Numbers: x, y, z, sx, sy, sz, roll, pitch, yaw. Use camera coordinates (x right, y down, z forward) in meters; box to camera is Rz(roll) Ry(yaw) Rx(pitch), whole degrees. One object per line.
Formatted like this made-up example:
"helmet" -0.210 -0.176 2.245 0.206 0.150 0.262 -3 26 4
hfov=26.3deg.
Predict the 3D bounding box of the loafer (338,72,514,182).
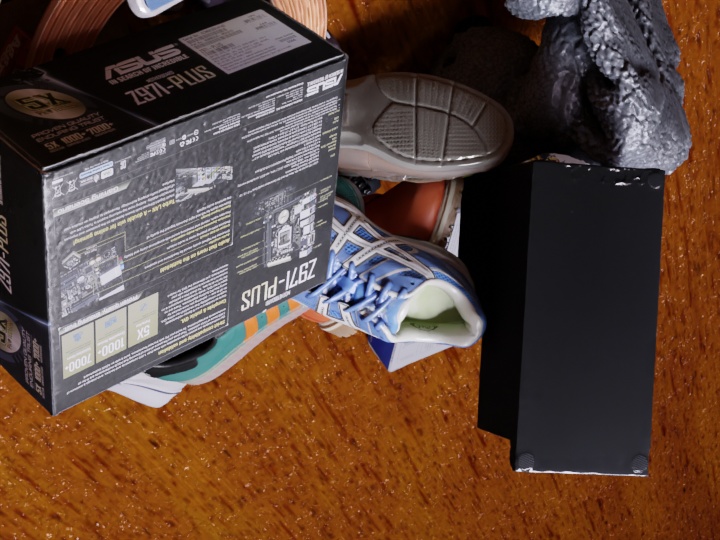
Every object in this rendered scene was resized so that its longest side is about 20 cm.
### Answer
"loafer" 0.007 -0.096 1.070 0.200 0.072 0.063 5 159 6

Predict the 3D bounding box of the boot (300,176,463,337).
"boot" -0.008 -0.024 1.129 0.107 0.075 0.200 27 138 -21

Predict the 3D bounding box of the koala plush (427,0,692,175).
"koala plush" 0.123 -0.130 1.129 0.200 0.184 0.177 -20 -179 27

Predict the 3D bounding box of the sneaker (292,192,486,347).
"sneaker" 0.000 0.000 1.021 0.200 0.077 0.076 15 109 -25

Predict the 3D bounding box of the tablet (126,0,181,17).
"tablet" -0.068 -0.232 0.824 0.200 0.014 0.130 -39 126 -38

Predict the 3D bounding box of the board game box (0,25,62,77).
"board game box" -0.149 -0.068 0.924 0.200 0.019 0.103 18 111 -49

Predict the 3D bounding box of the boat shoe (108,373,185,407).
"boat shoe" -0.178 0.050 1.141 0.065 0.074 0.200 -36 161 11

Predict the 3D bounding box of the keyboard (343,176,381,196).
"keyboard" -0.059 -0.011 1.208 0.200 0.040 0.104 -40 148 6

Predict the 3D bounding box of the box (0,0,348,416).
"box" -0.112 -0.041 0.853 0.200 0.086 0.164 -27 139 -34

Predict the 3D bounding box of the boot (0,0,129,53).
"boot" -0.229 -0.112 0.892 0.200 0.074 0.076 -31 128 -16

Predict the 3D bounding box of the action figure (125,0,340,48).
"action figure" -0.082 -0.191 0.919 0.130 0.069 0.200 -32 146 0

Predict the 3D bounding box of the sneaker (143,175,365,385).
"sneaker" -0.081 0.009 1.068 0.200 0.071 0.080 -45 161 15

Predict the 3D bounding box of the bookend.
"bookend" 0.128 0.031 1.071 0.092 0.200 0.199 4 179 -11

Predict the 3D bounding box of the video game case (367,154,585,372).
"video game case" 0.105 -0.015 1.363 0.181 0.045 0.200 -19 145 -26

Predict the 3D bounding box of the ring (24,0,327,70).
"ring" -0.106 -0.120 0.891 0.200 0.019 0.201 -25 137 -26
